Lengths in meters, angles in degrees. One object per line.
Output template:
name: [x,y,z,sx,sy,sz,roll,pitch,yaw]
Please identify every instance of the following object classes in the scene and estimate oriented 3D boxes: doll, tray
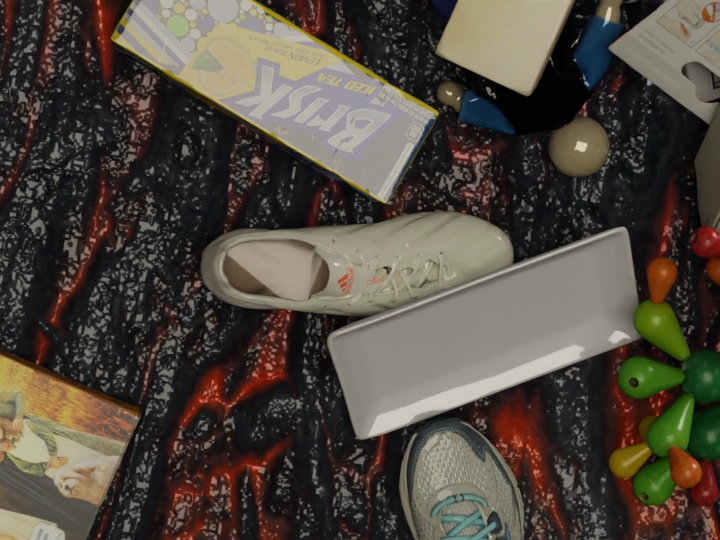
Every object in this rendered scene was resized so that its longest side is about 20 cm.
doll: [0.104,-0.151,1.379,0.136,0.048,0.201,-25,97,15]
tray: [0.079,0.036,1.381,0.199,0.022,0.108,-20,137,-4]

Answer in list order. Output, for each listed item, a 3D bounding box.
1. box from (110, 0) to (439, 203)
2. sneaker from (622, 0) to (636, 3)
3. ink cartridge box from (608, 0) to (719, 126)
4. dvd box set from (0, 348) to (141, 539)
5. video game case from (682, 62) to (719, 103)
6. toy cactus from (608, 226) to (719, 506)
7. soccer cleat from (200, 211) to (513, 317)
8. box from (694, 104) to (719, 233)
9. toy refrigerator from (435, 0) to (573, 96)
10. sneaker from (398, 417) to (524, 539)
box: [-0.054,-0.120,1.363,0.200,0.064,0.070,31,89,-5]
sneaker: [0.152,-0.272,1.376,0.081,0.075,0.201,-29,97,-17]
ink cartridge box: [0.273,-0.174,1.351,0.160,0.047,0.200,31,123,-32]
dvd box set: [-0.257,0.115,1.373,0.199,0.029,0.147,25,90,-6]
video game case: [0.285,-0.212,1.361,0.199,0.024,0.183,-19,125,-5]
toy cactus: [0.241,0.067,1.374,0.164,0.102,0.201,2,110,-26]
soccer cleat: [0.000,0.000,1.365,0.199,0.078,0.070,-2,93,-5]
box: [0.317,-0.049,1.378,0.199,0.069,0.082,6,51,-8]
toy refrigerator: [0.113,-0.211,1.304,0.070,0.076,0.201,25,102,4]
sneaker: [0.079,0.191,1.376,0.077,0.086,0.201,-15,94,-5]
